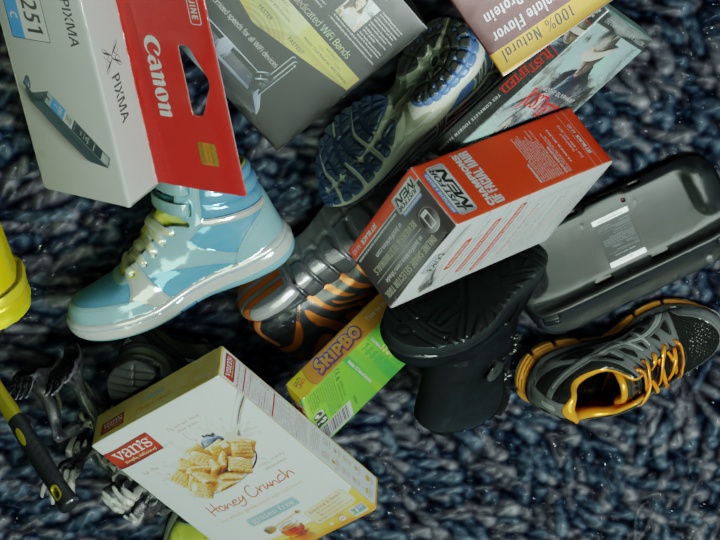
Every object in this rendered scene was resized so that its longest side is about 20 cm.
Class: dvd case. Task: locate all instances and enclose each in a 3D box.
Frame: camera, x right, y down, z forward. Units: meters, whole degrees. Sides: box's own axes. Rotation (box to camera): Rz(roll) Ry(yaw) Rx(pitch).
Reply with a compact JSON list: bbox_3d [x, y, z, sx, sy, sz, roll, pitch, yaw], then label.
[{"bbox_3d":[0.136,-0.134,1.580,0.200,0.146,0.022,-43,73,14],"label":"dvd case"}]

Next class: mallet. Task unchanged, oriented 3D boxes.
[{"bbox_3d":[-0.292,0.122,1.621,0.066,0.201,0.041,-41,155,25],"label":"mallet"}]

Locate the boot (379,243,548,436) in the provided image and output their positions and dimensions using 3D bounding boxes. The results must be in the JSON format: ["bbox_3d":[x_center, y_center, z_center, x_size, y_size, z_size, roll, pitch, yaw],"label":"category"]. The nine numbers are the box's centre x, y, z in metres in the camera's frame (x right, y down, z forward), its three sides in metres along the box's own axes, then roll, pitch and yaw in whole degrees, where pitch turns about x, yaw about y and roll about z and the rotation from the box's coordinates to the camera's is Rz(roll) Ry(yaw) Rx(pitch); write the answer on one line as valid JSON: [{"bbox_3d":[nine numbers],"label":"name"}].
[{"bbox_3d":[0.077,0.076,1.654,0.076,0.200,0.169,31,129,23],"label":"boot"}]

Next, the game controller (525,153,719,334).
[{"bbox_3d":[0.226,-0.022,1.712,0.199,0.042,0.105,-26,107,5],"label":"game controller"}]

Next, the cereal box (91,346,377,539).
[{"bbox_3d":[-0.102,0.158,1.626,0.143,0.040,0.200,-30,125,28],"label":"cereal box"}]

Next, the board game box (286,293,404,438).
[{"bbox_3d":[0.022,0.055,1.653,0.200,0.030,0.096,-42,153,-15],"label":"board game box"}]

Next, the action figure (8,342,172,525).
[{"bbox_3d":[-0.219,0.162,1.690,0.118,0.102,0.200,-11,126,39],"label":"action figure"}]

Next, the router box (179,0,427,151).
[{"bbox_3d":[-0.070,-0.215,1.530,0.157,0.052,0.200,-37,119,11],"label":"router box"}]

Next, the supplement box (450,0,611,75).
[{"bbox_3d":[0.122,-0.297,1.470,0.197,0.133,0.200,-34,120,10],"label":"supplement box"}]

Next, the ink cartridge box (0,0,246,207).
[{"bbox_3d":[-0.185,-0.143,1.500,0.175,0.045,0.201,12,128,32],"label":"ink cartridge box"}]

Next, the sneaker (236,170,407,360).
[{"bbox_3d":[0.000,0.000,1.666,0.199,0.078,0.112,-34,131,11],"label":"sneaker"}]

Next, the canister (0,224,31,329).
[{"bbox_3d":[-0.360,-0.042,1.562,0.148,0.087,0.201,-16,120,-1],"label":"canister"}]

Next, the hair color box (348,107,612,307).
[{"bbox_3d":[0.097,-0.052,1.571,0.199,0.064,0.111,-24,159,-44],"label":"hair color box"}]

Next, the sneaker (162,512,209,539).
[{"bbox_3d":[-0.107,0.220,1.765,0.075,0.077,0.200,34,110,-27],"label":"sneaker"}]

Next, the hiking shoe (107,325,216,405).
[{"bbox_3d":[-0.127,0.107,1.678,0.075,0.101,0.200,-23,129,29],"label":"hiking shoe"}]

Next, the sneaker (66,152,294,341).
[{"bbox_3d":[-0.164,-0.033,1.608,0.199,0.080,0.131,-26,124,-6],"label":"sneaker"}]

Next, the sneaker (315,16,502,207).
[{"bbox_3d":[0.045,-0.113,1.597,0.085,0.077,0.200,17,132,-42],"label":"sneaker"}]

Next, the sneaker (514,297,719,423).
[{"bbox_3d":[0.238,0.087,1.739,0.199,0.077,0.079,-20,120,-15],"label":"sneaker"}]
